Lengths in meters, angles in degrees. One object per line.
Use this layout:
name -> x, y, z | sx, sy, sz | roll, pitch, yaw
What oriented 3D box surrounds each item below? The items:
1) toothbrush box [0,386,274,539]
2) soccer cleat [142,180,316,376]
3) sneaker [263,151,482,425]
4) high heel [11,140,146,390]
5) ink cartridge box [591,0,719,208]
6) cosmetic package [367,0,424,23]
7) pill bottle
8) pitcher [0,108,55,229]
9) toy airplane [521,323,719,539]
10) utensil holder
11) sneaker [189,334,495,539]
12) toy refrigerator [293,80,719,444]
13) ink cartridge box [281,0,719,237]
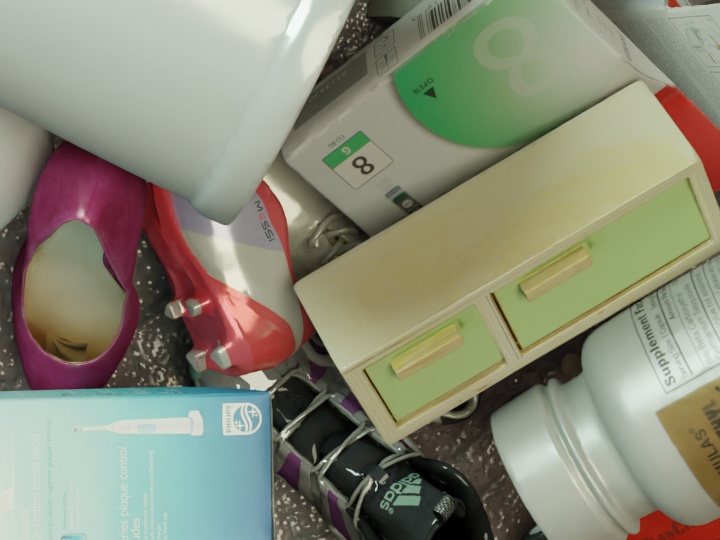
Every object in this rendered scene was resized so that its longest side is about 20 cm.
toothbrush box -> -0.150, 0.098, 1.186 | 0.200, 0.146, 0.085 | 0, 88, -13
soccer cleat -> -0.081, -0.044, 1.257 | 0.076, 0.067, 0.200 | -28, 100, -30
sneaker -> 0.000, 0.000, 1.318 | 0.073, 0.071, 0.200 | -47, 111, -12
high heel -> -0.137, 0.014, 1.206 | 0.067, 0.096, 0.200 | 19, 129, -5
ink cartridge box -> 0.199, -0.094, 1.321 | 0.050, 0.200, 0.162 | -48, 111, -18
cosmetic package -> 0.072, -0.220, 1.306 | 0.073, 0.104, 0.200 | 10, 93, -22
pill bottle -> 0.172, 0.061, 1.256 | 0.200, 0.114, 0.114 | -30, 109, 12
pitcher -> -0.242, -0.026, 1.199 | 0.200, 0.121, 0.172 | -26, 127, -8
toy airplane -> 0.193, 0.117, 1.378 | 0.199, 0.141, 0.200 | 16, 105, 7
utensil holder -> -0.110, -0.138, 1.095 | 0.200, 0.170, 0.170 | 26, 86, -8
sneaker -> 0.006, 0.101, 1.294 | 0.200, 0.140, 0.078 | 43, 81, -22
toy refrigerator -> 0.077, -0.001, 1.241 | 0.200, 0.070, 0.076 | -30, 141, 0
ink cartridge box -> 0.083, -0.055, 1.278 | 0.161, 0.050, 0.200 | -37, 120, 21
